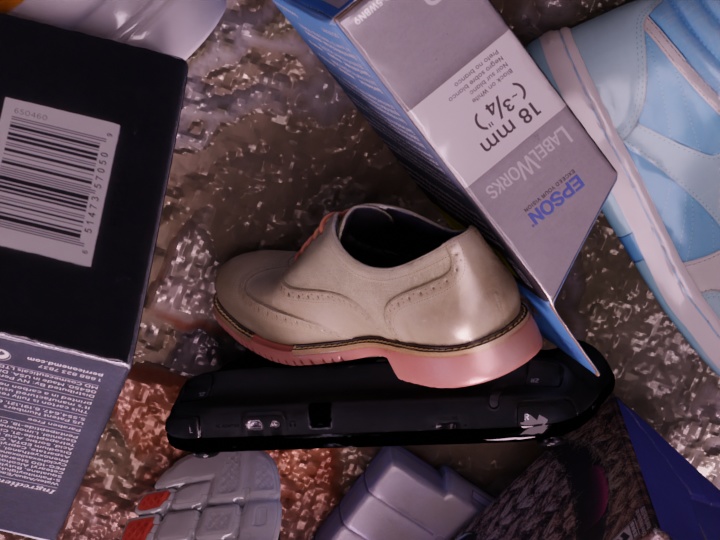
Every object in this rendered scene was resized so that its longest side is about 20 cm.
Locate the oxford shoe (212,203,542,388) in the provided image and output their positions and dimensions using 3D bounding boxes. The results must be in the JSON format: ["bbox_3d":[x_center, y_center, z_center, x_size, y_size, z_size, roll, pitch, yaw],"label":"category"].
[{"bbox_3d":[0.000,0.000,1.311,0.071,0.200,0.074,-35,116,-35],"label":"oxford shoe"}]

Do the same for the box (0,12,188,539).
[{"bbox_3d":[-0.153,0.005,1.262,0.107,0.149,0.200,13,151,-8],"label":"box"}]

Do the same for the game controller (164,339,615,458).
[{"bbox_3d":[0.014,0.059,1.341,0.200,0.104,0.042,-3,94,19],"label":"game controller"}]

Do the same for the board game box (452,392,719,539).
[{"bbox_3d":[0.086,0.180,1.337,0.097,0.159,0.200,42,102,-16],"label":"board game box"}]

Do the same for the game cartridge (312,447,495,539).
[{"bbox_3d":[0.060,0.183,1.446,0.200,0.038,0.130,34,101,-15],"label":"game cartridge"}]

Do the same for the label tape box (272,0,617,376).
[{"bbox_3d":[0.050,-0.062,1.299,0.063,0.144,0.200,-39,110,-3],"label":"label tape box"}]

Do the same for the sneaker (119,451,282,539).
[{"bbox_3d":[-0.075,0.180,1.386,0.077,0.200,0.082,2,148,16],"label":"sneaker"}]

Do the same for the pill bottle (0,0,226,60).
[{"bbox_3d":[-0.152,-0.164,1.266,0.111,0.111,0.200,-38,109,10],"label":"pill bottle"}]

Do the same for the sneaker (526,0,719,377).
[{"bbox_3d":[0.177,-0.048,1.352,0.131,0.080,0.200,-30,111,8],"label":"sneaker"}]
